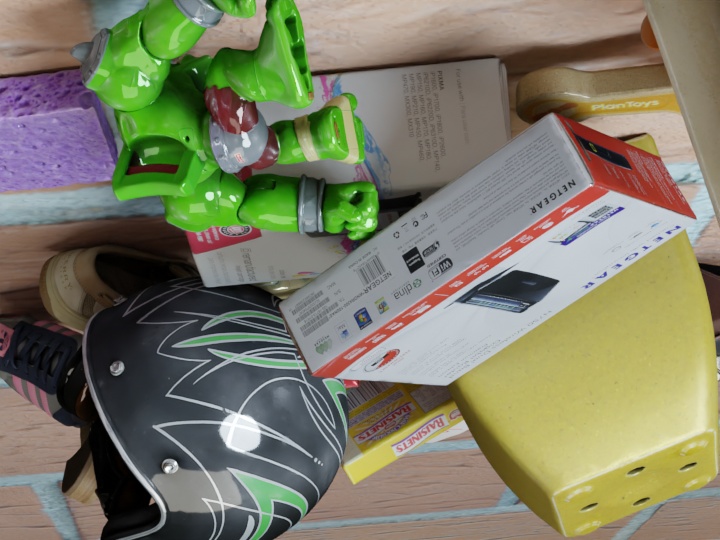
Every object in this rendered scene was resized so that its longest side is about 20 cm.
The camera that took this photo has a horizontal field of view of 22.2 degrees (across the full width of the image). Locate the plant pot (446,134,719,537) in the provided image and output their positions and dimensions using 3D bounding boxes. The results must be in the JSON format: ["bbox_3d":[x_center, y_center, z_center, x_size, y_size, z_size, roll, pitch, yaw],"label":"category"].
[{"bbox_3d":[0.152,0.064,1.262,0.195,0.200,0.194,-21,154,2],"label":"plant pot"}]

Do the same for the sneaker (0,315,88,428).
[{"bbox_3d":[-0.243,0.071,1.390,0.082,0.070,0.200,29,168,-22],"label":"sneaker"}]

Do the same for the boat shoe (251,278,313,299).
[{"bbox_3d":[0.000,0.000,1.333,0.200,0.063,0.073,4,159,-28],"label":"boat shoe"}]

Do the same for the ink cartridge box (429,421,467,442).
[{"bbox_3d":[0.067,0.099,1.643,0.116,0.068,0.200,6,157,-30],"label":"ink cartridge box"}]

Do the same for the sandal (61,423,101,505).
[{"bbox_3d":[-0.170,0.112,1.387,0.070,0.212,0.078,31,119,-16],"label":"sandal"}]

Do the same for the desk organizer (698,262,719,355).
[{"bbox_3d":[0.357,0.028,1.500,0.200,0.077,0.072,7,158,-34],"label":"desk organizer"}]

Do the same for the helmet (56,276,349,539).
[{"bbox_3d":[-0.104,0.097,1.226,0.200,0.200,0.191,6,141,-30],"label":"helmet"}]

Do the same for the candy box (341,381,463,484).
[{"bbox_3d":[0.061,0.092,1.473,0.200,0.102,0.026,-30,119,-6],"label":"candy box"}]

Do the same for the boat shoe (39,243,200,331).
[{"bbox_3d":[-0.140,0.027,1.359,0.064,0.071,0.200,-21,155,40],"label":"boat shoe"}]

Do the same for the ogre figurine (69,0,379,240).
[{"bbox_3d":[-0.074,-0.084,0.980,0.120,0.098,0.200,-11,155,16],"label":"ogre figurine"}]

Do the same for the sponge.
[{"bbox_3d":[-0.248,-0.075,1.091,0.200,0.030,0.112,-6,162,1],"label":"sponge"}]

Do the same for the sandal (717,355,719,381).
[{"bbox_3d":[0.317,0.054,1.594,0.200,0.081,0.054,-7,-177,-9],"label":"sandal"}]

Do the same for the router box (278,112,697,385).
[{"bbox_3d":[0.079,-0.006,1.081,0.200,0.049,0.179,-35,160,22],"label":"router box"}]

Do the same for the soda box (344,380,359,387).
[{"bbox_3d":[-0.039,0.062,1.430,0.070,0.064,0.200,-4,178,-2],"label":"soda box"}]

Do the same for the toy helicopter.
[{"bbox_3d":[0.188,-0.108,1.052,0.200,0.079,0.132,-4,161,9],"label":"toy helicopter"}]

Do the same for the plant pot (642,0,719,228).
[{"bbox_3d":[0.281,-0.117,0.889,0.177,0.200,0.200,-9,165,-27],"label":"plant pot"}]

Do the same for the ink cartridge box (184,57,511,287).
[{"bbox_3d":[-0.009,-0.057,1.129,0.200,0.086,0.148,-4,161,1],"label":"ink cartridge box"}]
